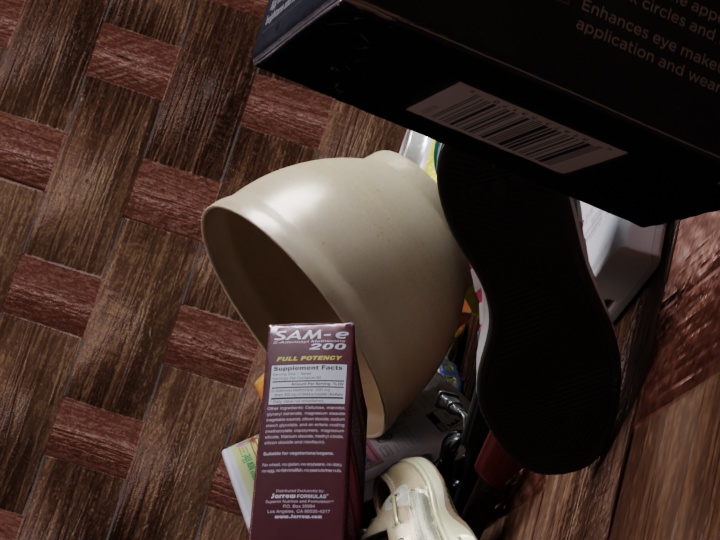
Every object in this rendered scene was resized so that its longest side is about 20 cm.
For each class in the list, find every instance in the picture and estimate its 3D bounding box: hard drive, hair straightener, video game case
[{"bbox_3d":[0.148,-0.067,0.862,0.132,0.026,0.202,113,173,-62],"label":"hard drive"},{"bbox_3d":[0.075,0.110,0.979,0.201,0.041,0.077,101,154,-44],"label":"hair straightener"},{"bbox_3d":[-0.008,0.130,1.156,0.200,0.181,0.022,-140,27,-76],"label":"video game case"}]

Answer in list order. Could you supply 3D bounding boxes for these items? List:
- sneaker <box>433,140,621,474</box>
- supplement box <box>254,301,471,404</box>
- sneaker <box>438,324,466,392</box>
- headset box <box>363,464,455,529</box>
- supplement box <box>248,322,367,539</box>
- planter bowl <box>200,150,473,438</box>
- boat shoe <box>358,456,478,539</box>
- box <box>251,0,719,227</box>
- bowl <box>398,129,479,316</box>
[{"bbox_3d":[0.081,-0.010,0.773,0.121,0.083,0.202,-76,-24,-59],"label":"sneaker"},{"bbox_3d":[-0.001,0.066,1.275,0.200,0.068,0.067,-47,59,36],"label":"supplement box"},{"bbox_3d":[0.045,0.089,1.377,0.200,0.075,0.089,-77,5,-61],"label":"sneaker"},{"bbox_3d":[0.011,0.237,1.176,0.149,0.077,0.201,-79,8,-62],"label":"headset box"},{"bbox_3d":[-0.031,0.145,0.977,0.109,0.060,0.201,82,-171,-52],"label":"supplement box"},{"bbox_3d":[0.000,0.000,1.122,0.134,0.201,0.200,-37,-10,-20],"label":"planter bowl"},{"bbox_3d":[0.028,0.169,0.956,0.200,0.064,0.073,-129,29,-72],"label":"boat shoe"},{"bbox_3d":[0.086,-0.147,0.628,0.117,0.195,0.202,-13,58,69],"label":"box"},{"bbox_3d":[0.082,-0.072,1.311,0.200,0.107,0.202,-162,90,-86],"label":"bowl"}]
